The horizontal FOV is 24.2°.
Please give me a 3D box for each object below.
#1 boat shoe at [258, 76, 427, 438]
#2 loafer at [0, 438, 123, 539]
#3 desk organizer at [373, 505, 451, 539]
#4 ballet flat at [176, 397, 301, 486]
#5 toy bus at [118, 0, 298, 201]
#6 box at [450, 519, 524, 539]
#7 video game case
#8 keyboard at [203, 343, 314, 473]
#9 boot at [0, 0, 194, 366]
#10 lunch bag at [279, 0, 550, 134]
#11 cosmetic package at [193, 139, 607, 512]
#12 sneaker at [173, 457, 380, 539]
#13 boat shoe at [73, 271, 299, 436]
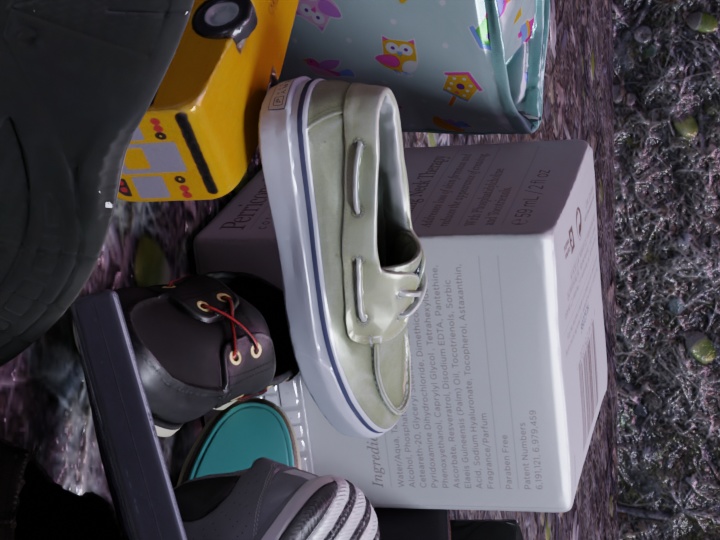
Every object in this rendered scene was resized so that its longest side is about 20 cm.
[{"bbox_3d":[0.000,0.000,0.822,0.072,0.062,0.200,-57,141,-49],"label":"boat shoe"},{"bbox_3d":[-0.122,0.122,0.643,0.200,0.071,0.073,63,30,-57],"label":"loafer"},{"bbox_3d":[0.017,0.177,0.930,0.200,0.071,0.077,-86,172,-69],"label":"desk organizer"},{"bbox_3d":[-0.070,0.167,0.871,0.069,0.069,0.201,58,36,-62],"label":"ballet flat"},{"bbox_3d":[-0.074,-0.129,0.830,0.065,0.078,0.200,69,24,-48],"label":"toy bus"},{"bbox_3d":[0.032,0.271,1.049,0.124,0.148,0.200,68,25,-51],"label":"box"},{"bbox_3d":[-0.076,0.105,0.619,0.200,0.019,0.143,105,-32,-70],"label":"video game case"},{"bbox_3d":[-0.050,0.134,0.935,0.011,0.056,0.201,-66,151,-66],"label":"keyboard"},{"bbox_3d":[-0.112,-0.073,0.569,0.204,0.073,0.154,-57,-157,29],"label":"boot"},{"bbox_3d":[0.025,-0.174,1.023,0.122,0.170,0.200,-58,145,-50],"label":"lunch bag"},{"bbox_3d":[0.031,0.029,0.971,0.167,0.199,0.167,-57,143,-64],"label":"cosmetic package"},{"bbox_3d":[-0.085,0.169,0.779,0.200,0.115,0.075,-48,125,-17],"label":"sneaker"},{"bbox_3d":[-0.077,0.032,0.797,0.074,0.063,0.201,60,11,8],"label":"boat shoe"}]
